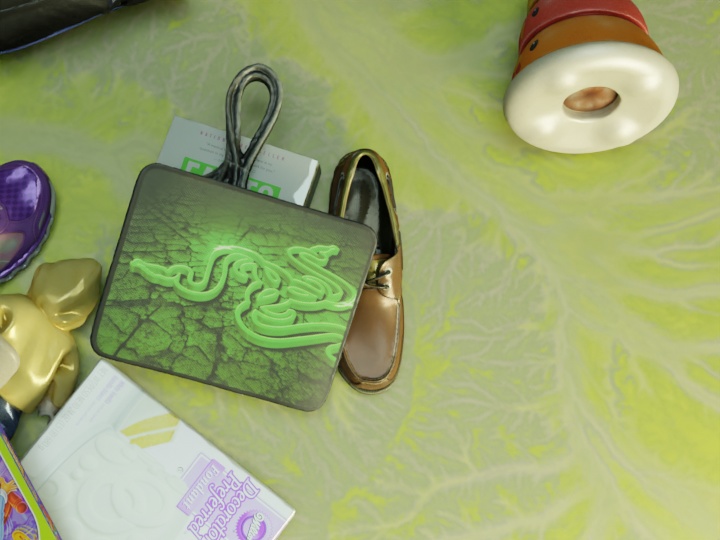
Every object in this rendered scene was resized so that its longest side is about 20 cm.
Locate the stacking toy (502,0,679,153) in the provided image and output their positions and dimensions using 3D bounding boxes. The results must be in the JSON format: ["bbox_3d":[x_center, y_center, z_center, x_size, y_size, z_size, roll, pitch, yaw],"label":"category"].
[{"bbox_3d":[0.184,-0.213,1.301,0.145,0.146,0.201,-2,61,-4],"label":"stacking toy"}]

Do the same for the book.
[{"bbox_3d":[-0.127,-0.013,1.272,0.133,0.048,0.201,18,81,4],"label":"book"}]

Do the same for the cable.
[{"bbox_3d":[-0.107,-0.070,1.232,0.097,0.050,0.201,31,85,6],"label":"cable"}]

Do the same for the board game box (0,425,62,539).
[{"bbox_3d":[-0.334,0.206,1.135,0.199,0.045,0.135,-28,103,-9],"label":"board game box"}]

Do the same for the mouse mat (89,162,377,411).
[{"bbox_3d":[-0.099,0.016,1.211,0.199,0.008,0.162,16,100,-14],"label":"mouse mat"}]

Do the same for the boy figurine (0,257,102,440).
[{"bbox_3d":[-0.281,0.067,1.229,0.124,0.064,0.201,37,77,-22],"label":"boy figurine"}]

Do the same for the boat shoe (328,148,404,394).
[{"bbox_3d":[0.000,0.000,1.261,0.071,0.068,0.202,-5,81,-6],"label":"boat shoe"}]

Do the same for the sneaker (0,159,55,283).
[{"bbox_3d":[-0.329,-0.015,1.234,0.200,0.089,0.081,-43,84,-11],"label":"sneaker"}]

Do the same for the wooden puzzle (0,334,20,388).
[{"bbox_3d":[-0.384,0.061,1.165,0.200,0.046,0.185,45,100,9],"label":"wooden puzzle"}]

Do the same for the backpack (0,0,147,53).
[{"bbox_3d":[-0.269,-0.281,1.244,0.199,0.183,0.147,-27,59,-4],"label":"backpack"}]

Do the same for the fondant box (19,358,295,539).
[{"bbox_3d":[-0.171,0.188,1.223,0.200,0.058,0.145,37,80,2],"label":"fondant box"}]
